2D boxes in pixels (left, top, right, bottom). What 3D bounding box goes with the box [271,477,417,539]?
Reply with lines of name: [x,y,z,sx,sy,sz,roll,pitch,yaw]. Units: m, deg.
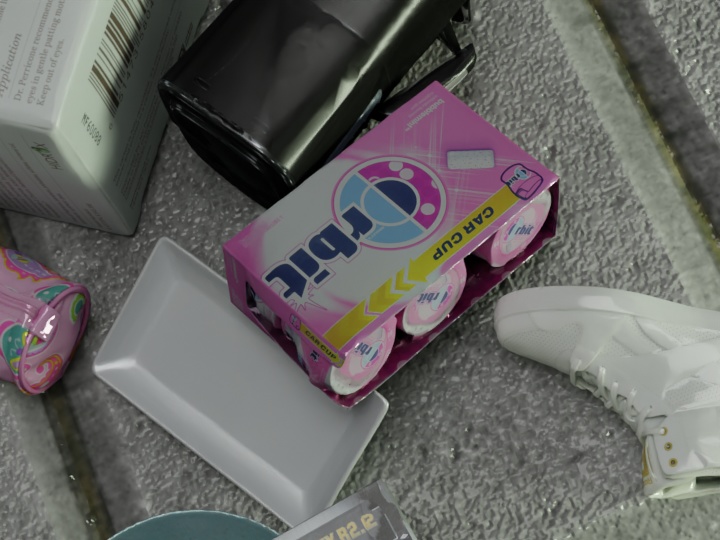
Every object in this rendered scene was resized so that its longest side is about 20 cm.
box: [-0.034,0.243,1.236,0.199,0.048,0.159,-30,67,-2]

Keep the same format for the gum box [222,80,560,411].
gum box: [0.017,-0.016,1.310,0.200,0.066,0.113,-39,62,-21]

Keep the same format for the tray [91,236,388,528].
tray: [-0.078,0.074,1.345,0.199,0.022,0.108,35,102,23]

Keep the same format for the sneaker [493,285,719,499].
sneaker: [0.171,0.080,1.287,0.198,0.074,0.116,9,69,12]

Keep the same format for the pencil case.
pencil case: [-0.279,0.007,1.391,0.199,0.088,0.088,28,77,18]

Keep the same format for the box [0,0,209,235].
box: [-0.221,-0.158,1.379,0.170,0.200,0.200,12,73,12]

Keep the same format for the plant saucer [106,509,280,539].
plant saucer: [-0.103,0.251,1.292,0.199,0.039,0.203,-3,70,9]

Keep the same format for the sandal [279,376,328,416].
sandal: [0.000,0.000,1.362,0.075,0.045,0.201,23,75,16]

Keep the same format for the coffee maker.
coffee maker: [-0.035,-0.156,1.348,0.134,0.192,0.200,28,73,39]
